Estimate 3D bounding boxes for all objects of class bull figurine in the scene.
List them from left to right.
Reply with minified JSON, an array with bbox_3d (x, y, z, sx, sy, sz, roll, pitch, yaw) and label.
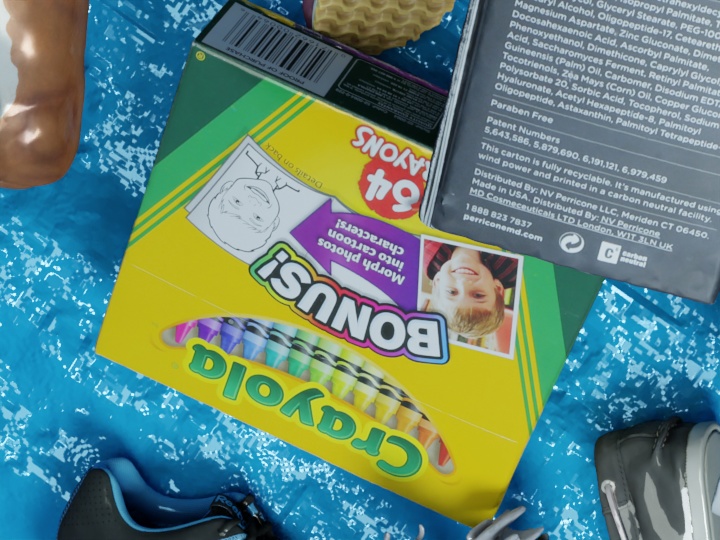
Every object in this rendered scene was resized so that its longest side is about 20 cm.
[{"bbox_3d":[-0.161,-0.124,1.025,0.065,0.121,0.201,22,119,42],"label":"bull figurine"}]

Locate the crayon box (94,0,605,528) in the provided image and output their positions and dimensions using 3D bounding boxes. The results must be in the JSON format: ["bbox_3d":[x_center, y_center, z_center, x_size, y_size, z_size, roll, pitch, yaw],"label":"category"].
[{"bbox_3d":[0.000,0.000,1.027,0.199,0.058,0.173,25,123,5],"label":"crayon box"}]

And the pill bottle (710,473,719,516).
[{"bbox_3d":[0.249,0.092,0.942,0.199,0.112,0.113,19,107,10],"label":"pill bottle"}]

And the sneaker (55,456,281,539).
[{"bbox_3d":[-0.052,0.153,1.089,0.199,0.073,0.082,18,105,5],"label":"sneaker"}]

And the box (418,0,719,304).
[{"bbox_3d":[0.115,-0.132,0.892,0.123,0.200,0.197,15,127,6],"label":"box"}]

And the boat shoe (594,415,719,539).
[{"bbox_3d":[0.146,0.165,1.063,0.057,0.067,0.201,-3,99,28],"label":"boat shoe"}]

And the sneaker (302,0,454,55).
[{"bbox_3d":[0.016,-0.188,0.999,0.075,0.090,0.201,0,132,-26],"label":"sneaker"}]

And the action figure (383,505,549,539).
[{"bbox_3d":[0.056,0.189,1.045,0.130,0.069,0.200,-38,119,-9],"label":"action figure"}]
